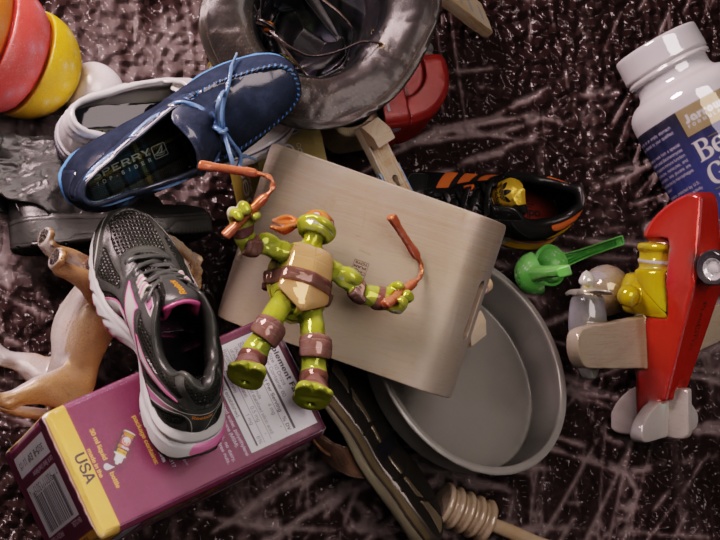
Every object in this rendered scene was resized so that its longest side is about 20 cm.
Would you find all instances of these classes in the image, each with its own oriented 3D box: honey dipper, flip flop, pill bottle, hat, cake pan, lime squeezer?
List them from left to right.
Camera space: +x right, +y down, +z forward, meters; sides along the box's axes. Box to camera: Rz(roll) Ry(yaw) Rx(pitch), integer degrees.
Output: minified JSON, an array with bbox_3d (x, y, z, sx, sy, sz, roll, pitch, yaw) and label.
[{"bbox_3d":[-0.029,-0.203,1.550,0.199,0.081,0.202,0,82,3],"label":"hat"},{"bbox_3d":[-0.004,0.141,1.567,0.201,0.057,0.081,57,23,1],"label":"flip flop"},{"bbox_3d":[0.083,0.080,1.613,0.199,0.037,0.202,19,55,-29],"label":"cake pan"},{"bbox_3d":[0.151,0.230,1.622,0.199,0.038,0.038,25,65,-17],"label":"honey dipper"},{"bbox_3d":[0.171,-0.009,1.677,0.038,0.070,0.200,59,22,5],"label":"lime squeezer"},{"bbox_3d":[0.314,-0.118,1.761,0.111,0.111,0.201,-26,85,-28],"label":"pill bottle"}]

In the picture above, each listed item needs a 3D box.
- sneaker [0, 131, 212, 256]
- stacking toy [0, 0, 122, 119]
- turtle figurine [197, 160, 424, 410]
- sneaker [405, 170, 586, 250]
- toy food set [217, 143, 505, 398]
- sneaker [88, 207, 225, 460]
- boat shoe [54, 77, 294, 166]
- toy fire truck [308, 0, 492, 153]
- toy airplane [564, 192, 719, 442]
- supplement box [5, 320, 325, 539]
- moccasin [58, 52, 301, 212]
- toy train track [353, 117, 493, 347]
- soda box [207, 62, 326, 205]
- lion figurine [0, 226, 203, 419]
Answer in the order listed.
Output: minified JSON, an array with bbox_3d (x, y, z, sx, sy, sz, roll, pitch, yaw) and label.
[{"bbox_3d":[-0.218,-0.069,1.542,0.198,0.060,0.105,-5,79,-22],"label":"sneaker"},{"bbox_3d":[-0.270,-0.164,1.529,0.199,0.146,0.147,25,64,-33],"label":"stacking toy"},{"bbox_3d":[-0.053,0.013,1.446,0.199,0.064,0.162,26,62,-23],"label":"turtle figurine"},{"bbox_3d":[0.098,-0.059,1.659,0.199,0.090,0.071,0,73,-24],"label":"sneaker"},{"bbox_3d":[0.000,0.000,1.530,0.199,0.060,0.145,19,91,3],"label":"toy food set"},{"bbox_3d":[-0.135,0.029,1.396,0.080,0.087,0.201,-13,58,-25],"label":"sneaker"},{"bbox_3d":[-0.137,-0.116,1.520,0.199,0.065,0.074,-13,76,-22],"label":"boat shoe"},{"bbox_3d":[0.039,-0.197,1.675,0.198,0.129,0.177,-10,78,-16],"label":"toy fire truck"},{"bbox_3d":[0.247,0.048,1.672,0.141,0.201,0.199,27,66,33],"label":"toy airplane"},{"bbox_3d":[-0.148,0.129,1.468,0.199,0.131,0.104,-23,82,-29],"label":"supplement box"},{"bbox_3d":[-0.127,-0.093,1.458,0.199,0.068,0.081,-33,111,-7],"label":"moccasin"},{"bbox_3d":[0.056,-0.033,1.580,0.115,0.032,0.201,-35,100,-44],"label":"toy train track"},{"bbox_3d":[-0.069,-0.092,1.608,0.064,0.068,0.202,-8,77,-24],"label":"soda box"},{"bbox_3d":[-0.214,0.047,1.496,0.122,0.072,0.201,32,94,-34],"label":"lion figurine"}]
